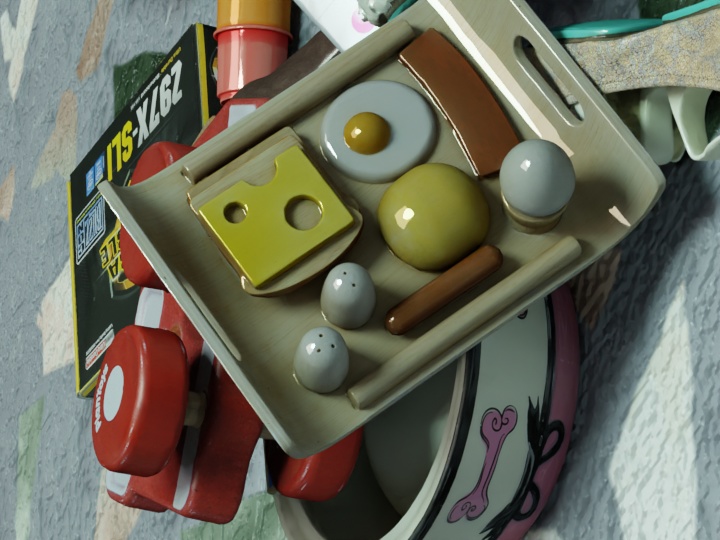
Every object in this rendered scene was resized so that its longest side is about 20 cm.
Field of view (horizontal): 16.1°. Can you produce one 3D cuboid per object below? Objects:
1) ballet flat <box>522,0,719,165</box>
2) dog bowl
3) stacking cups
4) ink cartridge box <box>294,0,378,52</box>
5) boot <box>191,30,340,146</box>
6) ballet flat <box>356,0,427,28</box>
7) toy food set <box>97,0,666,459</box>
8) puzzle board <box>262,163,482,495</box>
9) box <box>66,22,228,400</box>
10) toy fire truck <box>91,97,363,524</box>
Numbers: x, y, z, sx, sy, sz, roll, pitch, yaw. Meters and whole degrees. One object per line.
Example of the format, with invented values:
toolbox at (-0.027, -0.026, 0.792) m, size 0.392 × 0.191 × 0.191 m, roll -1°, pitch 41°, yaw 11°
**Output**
ballet flat at (0.131, -0.079, 1.076) m, size 0.200 × 0.068 × 0.068 m, roll -3°, pitch 93°, yaw 63°
dog bowl at (0.031, 0.054, 1.212) m, size 0.200 × 0.073 × 0.201 m, roll -29°, pitch 57°, yaw 57°
stacking cups at (-0.062, -0.194, 1.492) m, size 0.060 × 0.060 × 0.201 m, roll -10°, pitch 75°, yaw 61°
ink cartridge box at (0.011, -0.228, 1.214) m, size 0.196 × 0.043 × 0.200 m, roll 48°, pitch 109°, yaw 19°
boot at (-0.022, -0.079, 1.357) m, size 0.166 × 0.072 × 0.200 m, roll -43°, pitch -4°, yaw 9°
ballet flat at (0.071, -0.181, 1.130) m, size 0.199 × 0.072 × 0.072 m, roll -33°, pitch 47°, yaw 17°
toy food set at (0.008, -0.033, 1.068) m, size 0.144 × 0.199 × 0.060 m, roll 52°, pitch 166°, yaw 16°
puzzle board at (0.000, 0.000, 1.193) m, size 0.200 × 0.017 × 0.152 m, roll -44°, pitch 46°, yaw 50°
box at (-0.119, -0.032, 1.554) m, size 0.200 × 0.049 × 0.161 m, roll -43°, pitch 43°, yaw 50°
toy fire truck at (-0.073, 0.019, 1.193) m, size 0.168 × 0.111 × 0.201 m, roll -174°, pitch 93°, yaw -67°
